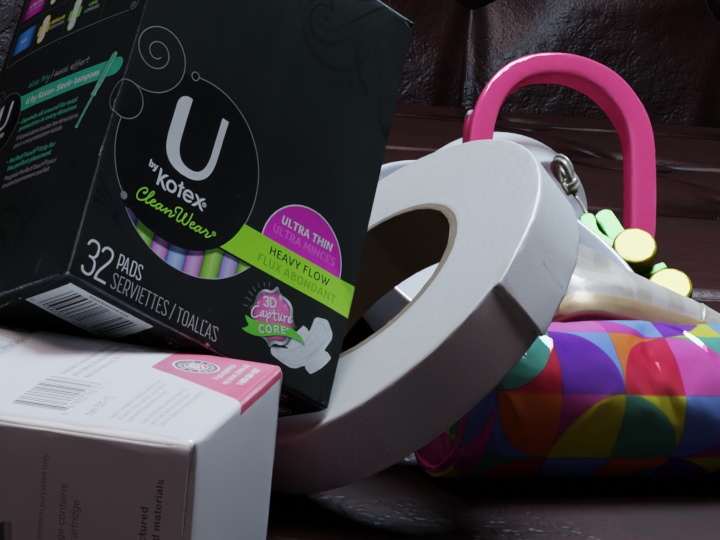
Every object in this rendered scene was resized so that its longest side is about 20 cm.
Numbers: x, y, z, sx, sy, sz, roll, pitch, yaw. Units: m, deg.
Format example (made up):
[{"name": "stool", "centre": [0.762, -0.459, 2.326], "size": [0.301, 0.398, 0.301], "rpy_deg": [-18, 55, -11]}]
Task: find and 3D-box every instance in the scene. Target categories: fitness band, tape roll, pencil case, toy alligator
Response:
[{"name": "fitness band", "centre": [0.144, -0.060, 1.386], "size": [0.142, 0.202, 0.037], "rpy_deg": [6, -17, -9]}, {"name": "tape roll", "centre": [0.013, 0.019, 0.904], "size": [0.037, 0.203, 0.203], "rpy_deg": [49, -9, -22]}, {"name": "pencil case", "centre": [0.118, 0.060, 0.958], "size": [0.198, 0.089, 0.088], "rpy_deg": [5, 9, -22]}, {"name": "toy alligator", "centre": [0.172, 0.000, 1.308], "size": [0.054, 0.059, 0.200], "rpy_deg": [-28, 58, -16]}]

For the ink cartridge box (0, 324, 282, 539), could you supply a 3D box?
[{"name": "ink cartridge box", "centre": [-0.143, 0.074, 0.741], "size": [0.198, 0.084, 0.147], "rpy_deg": [8, 10, 9]}]

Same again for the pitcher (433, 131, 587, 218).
[{"name": "pitcher", "centre": [0.064, -0.047, 1.487], "size": [0.170, 0.122, 0.199], "rpy_deg": [2, 1, -34]}]

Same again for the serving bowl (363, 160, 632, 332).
[{"name": "serving bowl", "centre": [0.073, 0.018, 1.141], "size": [0.199, 0.066, 0.201], "rpy_deg": [18, 32, -11]}]

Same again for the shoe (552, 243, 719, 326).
[{"name": "shoe", "centre": [0.169, 0.034, 1.055], "size": [0.199, 0.054, 0.070], "rpy_deg": [23, -48, -38]}]

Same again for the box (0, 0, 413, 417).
[{"name": "box", "centre": [-0.083, -0.047, 0.867], "size": [0.148, 0.201, 0.124], "rpy_deg": [30, -30, -34]}]
